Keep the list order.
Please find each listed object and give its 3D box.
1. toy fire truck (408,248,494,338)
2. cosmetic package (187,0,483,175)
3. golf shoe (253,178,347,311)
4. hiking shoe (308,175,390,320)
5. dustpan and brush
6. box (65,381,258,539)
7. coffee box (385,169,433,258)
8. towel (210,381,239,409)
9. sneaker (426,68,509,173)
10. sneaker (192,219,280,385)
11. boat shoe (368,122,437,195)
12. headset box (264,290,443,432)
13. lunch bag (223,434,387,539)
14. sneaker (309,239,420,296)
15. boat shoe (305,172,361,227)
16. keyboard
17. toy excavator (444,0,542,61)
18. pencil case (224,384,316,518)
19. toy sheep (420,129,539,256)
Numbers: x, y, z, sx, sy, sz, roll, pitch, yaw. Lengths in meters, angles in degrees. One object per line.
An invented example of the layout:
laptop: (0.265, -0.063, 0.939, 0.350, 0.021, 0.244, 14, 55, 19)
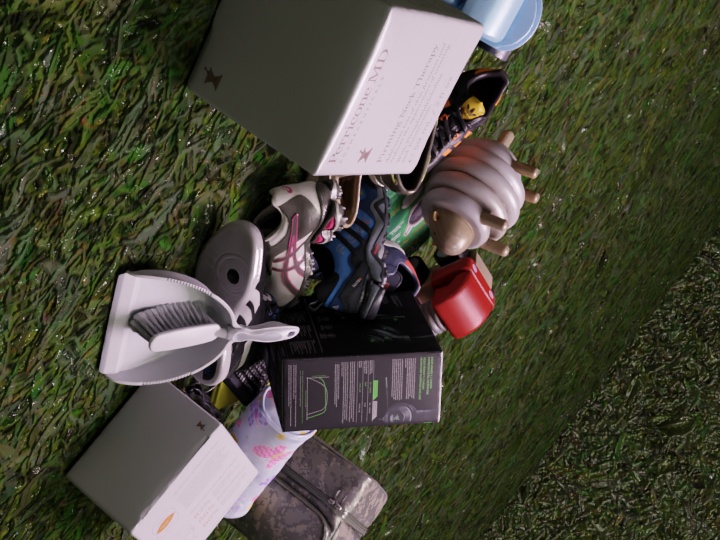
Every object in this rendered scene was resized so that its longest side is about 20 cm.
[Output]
toy fire truck: (0.075, 0.059, 1.774, 0.174, 0.129, 0.201, -23, -151, 22)
cosmetic package: (-0.021, -0.200, 1.270, 0.199, 0.166, 0.169, -9, 130, -60)
golf shoe: (-0.088, -0.032, 1.520, 0.087, 0.078, 0.201, 4, 138, -25)
hiking shoe: (-0.013, -0.039, 1.587, 0.075, 0.085, 0.202, 112, -16, -50)
dustpan and brush: (-0.158, 0.060, 1.395, 0.198, 0.057, 0.141, -8, 131, -34)
box: (-0.219, 0.231, 1.540, 0.153, 0.106, 0.201, -50, 158, -14)
coffee box: (0.052, -0.085, 1.758, 0.123, 0.044, 0.201, -44, 155, -27)
towel: (-0.119, 0.111, 1.714, 0.199, 0.018, 0.087, -23, 136, -54)
sneaker: (0.105, -0.183, 1.645, 0.200, 0.070, 0.090, -47, -161, -29)
sneaker: (-0.127, 0.021, 1.485, 0.111, 0.073, 0.202, -28, 144, -53)
boat shoe: (0.060, -0.188, 1.551, 0.071, 0.060, 0.205, -1, 110, -37)
headset box: (-0.005, 0.101, 1.581, 0.197, 0.174, 0.094, -3, 113, -11)
lunch bag: (-0.083, 0.309, 1.820, 0.169, 0.199, 0.139, -54, 158, -7)
sneaker: (0.000, 0.000, 1.663, 0.198, 0.085, 0.075, 3, 129, -46)
boat shoe: (-0.018, -0.135, 1.506, 0.072, 0.065, 0.202, -37, 150, -40)
keyboard: (-0.154, 0.118, 1.610, 0.128, 0.020, 0.200, -54, 154, -15)
toy excavator: (0.112, -0.307, 1.472, 0.101, 0.193, 0.200, -60, -174, 13)
pencil case: (-0.129, 0.226, 1.689, 0.090, 0.084, 0.201, 9, 136, -33)
toy sheep: (0.149, -0.099, 1.710, 0.201, 0.137, 0.139, -55, 161, -31)
